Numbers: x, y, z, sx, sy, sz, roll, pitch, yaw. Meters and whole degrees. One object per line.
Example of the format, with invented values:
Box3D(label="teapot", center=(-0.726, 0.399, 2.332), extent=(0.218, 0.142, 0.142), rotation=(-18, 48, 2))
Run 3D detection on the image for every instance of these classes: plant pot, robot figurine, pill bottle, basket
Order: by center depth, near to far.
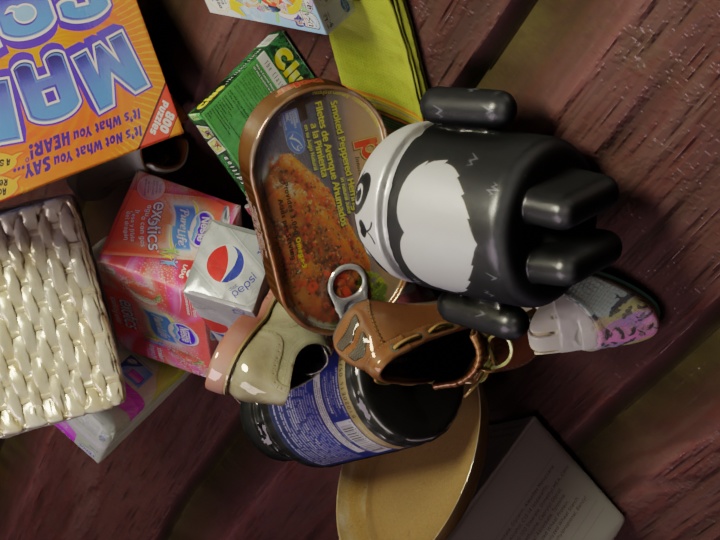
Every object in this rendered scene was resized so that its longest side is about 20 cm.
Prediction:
Box3D(label="robot figurine", center=(0.087, -0.041, 1.481), extent=(0.199, 0.151, 0.125), rotation=(12, 168, 40))
Box3D(label="pill bottle", center=(-0.014, 0.103, 1.719), extent=(0.112, 0.112, 0.200), rotation=(50, 146, -15))
Box3D(label="plant pot", center=(0.047, 0.160, 1.720), extent=(0.027, 0.201, 0.200), rotation=(24, 161, -28))
Box3D(label="basket", center=(-0.314, 0.050, 1.787), extent=(0.161, 0.197, 0.201), rotation=(-173, 69, -81))

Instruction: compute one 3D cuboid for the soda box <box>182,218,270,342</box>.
Box3D(label="soda box", center=(-0.094, 0.023, 1.756), extent=(0.063, 0.069, 0.200), rotation=(16, 167, 11))

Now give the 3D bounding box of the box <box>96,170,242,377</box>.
Box3D(label="box", center=(-0.162, 0.008, 1.846), extent=(0.102, 0.095, 0.200), rotation=(19, 157, 7))

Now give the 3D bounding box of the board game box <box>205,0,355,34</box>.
Box3D(label="board game box", center=(-0.092, -0.267, 1.478), extent=(0.134, 0.034, 0.201), rotation=(17, 142, 45))

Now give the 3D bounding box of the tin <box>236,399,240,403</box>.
Box3D(label="tin", center=(-0.058, 0.107, 1.963), extent=(0.199, 0.042, 0.112), rotation=(6, 139, 47))

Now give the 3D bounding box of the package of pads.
Box3D(label="package of pads", center=(-0.243, 0.068, 1.966), extent=(0.154, 0.200, 0.068), rotation=(39, 133, 7))

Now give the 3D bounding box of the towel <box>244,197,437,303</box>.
Box3D(label="towel", center=(0.000, 0.000, 1.758), extent=(0.146, 0.030, 0.200), rotation=(-1, 133, 52))

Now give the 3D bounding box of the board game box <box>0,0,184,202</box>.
Box3D(label="board game box", center=(-0.300, -0.160, 1.668), extent=(0.199, 0.199, 0.201), rotation=(-10, 101, 55))

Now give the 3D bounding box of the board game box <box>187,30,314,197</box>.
Box3D(label="board game box", center=(-0.042, -0.076, 1.621), extent=(0.023, 0.105, 0.200), rotation=(1, 131, 56))

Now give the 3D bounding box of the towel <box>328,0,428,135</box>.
Box3D(label="towel", center=(0.012, -0.147, 1.547), extent=(0.086, 0.018, 0.201), rotation=(21, 145, 32))

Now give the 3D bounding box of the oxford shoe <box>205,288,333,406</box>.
Box3D(label="oxford shoe", center=(-0.053, 0.056, 1.647), extent=(0.073, 0.200, 0.071), rotation=(24, 123, 11))

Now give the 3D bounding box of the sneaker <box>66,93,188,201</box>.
Box3D(label="sneaker", center=(-0.202, -0.099, 1.820), extent=(0.085, 0.073, 0.200), rotation=(43, 150, 4))

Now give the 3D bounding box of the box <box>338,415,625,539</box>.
Box3D(label="box", center=(0.087, 0.249, 1.807), extent=(0.131, 0.200, 0.199), rotation=(48, 152, -14))

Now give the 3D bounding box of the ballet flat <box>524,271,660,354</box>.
Box3D(label="ballet flat", center=(0.128, 0.022, 1.576), extent=(0.199, 0.071, 0.069), rotation=(25, 142, 28))

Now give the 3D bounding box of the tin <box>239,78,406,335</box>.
Box3D(label="tin", center=(-0.026, -0.048, 1.563), extent=(0.042, 0.111, 0.201), rotation=(-133, 27, -61))

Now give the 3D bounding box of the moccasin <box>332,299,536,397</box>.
Box3D(label="moccasin", center=(0.071, 0.060, 1.598), extent=(0.078, 0.201, 0.074), rotation=(48, 115, 34))
